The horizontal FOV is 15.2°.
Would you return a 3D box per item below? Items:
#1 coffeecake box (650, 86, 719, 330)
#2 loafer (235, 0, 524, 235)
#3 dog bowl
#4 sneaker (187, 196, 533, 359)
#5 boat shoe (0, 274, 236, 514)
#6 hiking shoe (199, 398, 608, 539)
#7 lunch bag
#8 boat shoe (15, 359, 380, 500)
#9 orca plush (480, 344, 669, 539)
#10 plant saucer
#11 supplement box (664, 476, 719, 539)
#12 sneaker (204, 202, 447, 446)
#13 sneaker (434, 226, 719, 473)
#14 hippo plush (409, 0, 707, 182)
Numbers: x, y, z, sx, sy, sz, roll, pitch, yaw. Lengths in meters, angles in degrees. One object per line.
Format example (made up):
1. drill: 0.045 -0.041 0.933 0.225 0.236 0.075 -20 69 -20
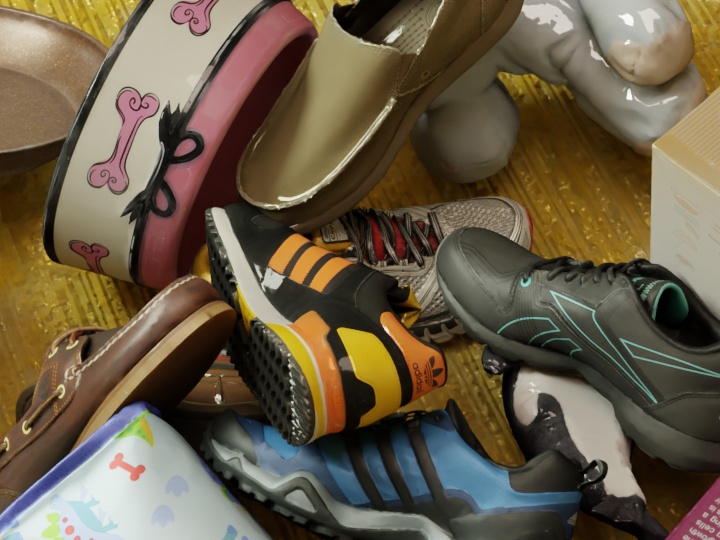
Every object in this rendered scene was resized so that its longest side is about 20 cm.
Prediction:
1. coffeecake box: 0.224 0.020 1.362 0.073 0.200 0.153 -39 59 -23
2. loafer: -0.001 -0.105 1.435 0.200 0.067 0.076 -49 50 -1
3. dog bowl: -0.093 -0.077 1.482 0.074 0.200 0.200 28 59 9
4. sneaker: 0.000 0.000 1.476 0.200 0.082 0.078 -17 53 -7
5. boat shoe: -0.140 0.066 1.375 0.070 0.200 0.070 51 31 17
6. hiking shoe: 0.019 0.101 1.337 0.200 0.074 0.087 21 82 17
7. lunch bag: -0.121 0.194 1.319 0.200 0.127 0.170 -41 65 -3
8. boat shoe: -0.084 0.084 1.437 0.200 0.072 0.068 8 24 21
9. orca plush: 0.116 0.093 1.408 0.105 0.071 0.200 0 36 -26
10. plant saucer: -0.238 -0.100 1.572 0.200 0.037 0.200 4 30 -2
11. supplement box: 0.196 0.188 1.298 0.131 0.103 0.200 33 62 26
12. sneaker: -0.019 0.021 1.359 0.090 0.070 0.200 -11 28 -13
13. sneaker: 0.126 0.021 1.380 0.200 0.079 0.075 32 37 26
14. hippo plush: 0.089 -0.123 1.505 0.161 0.200 0.159 -26 32 -4
